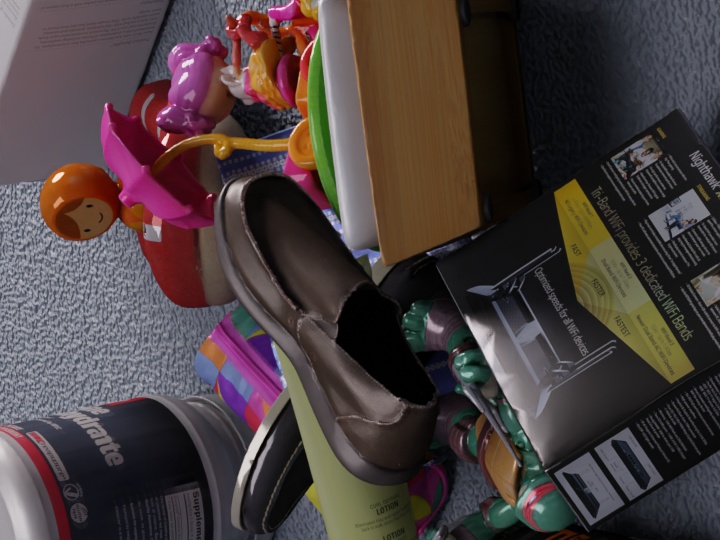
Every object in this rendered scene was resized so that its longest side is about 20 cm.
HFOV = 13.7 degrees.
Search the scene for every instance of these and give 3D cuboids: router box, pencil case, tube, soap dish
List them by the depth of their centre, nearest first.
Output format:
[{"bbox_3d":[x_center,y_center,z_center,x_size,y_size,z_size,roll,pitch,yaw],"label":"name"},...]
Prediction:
[{"bbox_3d":[0.141,0.021,1.537,0.052,0.157,0.200,54,-173,-35],"label":"router box"},{"bbox_3d":[0.042,-0.089,1.676,0.081,0.200,0.157,-6,94,14],"label":"soap dish"},{"bbox_3d":[-0.006,0.097,1.732,0.052,0.058,0.200,-8,105,16],"label":"tube"},{"bbox_3d":[-0.025,0.096,1.901,0.200,0.088,0.088,45,133,39],"label":"pencil case"}]

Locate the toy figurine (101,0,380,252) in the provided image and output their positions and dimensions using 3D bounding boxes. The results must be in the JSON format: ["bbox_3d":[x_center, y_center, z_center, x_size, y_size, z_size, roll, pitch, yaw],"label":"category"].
[{"bbox_3d":[-0.068,-0.100,1.792,0.184,0.150,0.200,-6,63,27],"label":"toy figurine"}]

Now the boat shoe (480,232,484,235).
[{"bbox_3d":[0.118,0.016,1.695,0.202,0.060,0.072,23,117,50],"label":"boat shoe"}]

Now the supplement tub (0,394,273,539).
[{"bbox_3d":[-0.172,0.161,2.024,0.140,0.200,0.140,20,115,51],"label":"supplement tub"}]

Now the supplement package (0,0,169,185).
[{"bbox_3d":[-0.224,-0.171,2.074,0.120,0.121,0.200,54,138,31],"label":"supplement package"}]

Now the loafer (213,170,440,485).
[{"bbox_3d":[-0.009,0.019,1.648,0.200,0.073,0.071,57,135,19],"label":"loafer"}]

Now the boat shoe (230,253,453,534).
[{"bbox_3d":[-0.005,0.079,1.774,0.063,0.073,0.200,33,90,18],"label":"boat shoe"}]

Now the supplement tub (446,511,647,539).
[{"bbox_3d":[0.125,0.206,1.685,0.200,0.122,0.123,5,103,54],"label":"supplement tub"}]

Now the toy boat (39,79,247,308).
[{"bbox_3d":[-0.143,-0.047,1.946,0.200,0.131,0.131,-137,43,-69],"label":"toy boat"}]

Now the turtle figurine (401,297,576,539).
[{"bbox_3d":[0.073,0.102,1.675,0.200,0.101,0.150,-120,39,-60],"label":"turtle figurine"}]

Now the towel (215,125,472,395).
[{"bbox_3d":[0.000,0.000,1.824,0.145,0.024,0.200,-19,82,18],"label":"towel"}]
